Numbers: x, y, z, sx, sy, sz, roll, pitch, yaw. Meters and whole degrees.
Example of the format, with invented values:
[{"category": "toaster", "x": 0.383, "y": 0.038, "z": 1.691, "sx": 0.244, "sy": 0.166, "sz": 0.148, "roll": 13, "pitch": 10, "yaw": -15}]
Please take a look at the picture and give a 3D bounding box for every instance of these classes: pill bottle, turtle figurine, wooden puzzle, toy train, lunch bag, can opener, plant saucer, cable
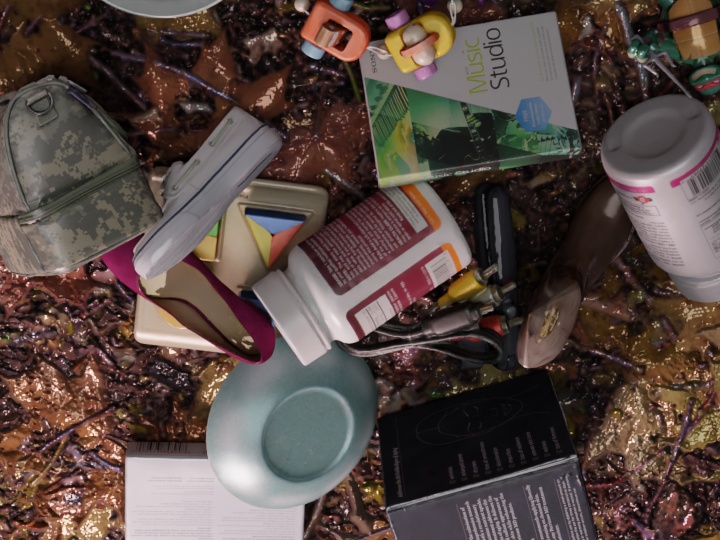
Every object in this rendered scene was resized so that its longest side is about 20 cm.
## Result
[{"category": "pill bottle", "x": 0.000, "y": 0.000, "z": 1.533, "sx": 0.200, "sy": 0.114, "sz": 0.114, "roll": -34, "pitch": 109, "yaw": -5}, {"category": "turtle figurine", "x": 0.320, "y": -0.240, "z": 1.484, "sx": 0.149, "sy": 0.101, "sz": 0.201, "roll": -20, "pitch": 97, "yaw": -2}, {"category": "wooden puzzle", "x": -0.135, "y": 0.000, "z": 1.587, "sx": 0.184, "sy": 0.046, "sz": 0.201, "roll": 7, "pitch": 111, "yaw": -5}, {"category": "toy train", "x": 0.030, "y": -0.256, "z": 1.440, "sx": 0.150, "sy": 0.056, "sz": 0.200, "roll": 35, "pitch": 116, "yaw": -4}, {"category": "pill bottle", "x": 0.321, "y": -0.066, "z": 1.517, "sx": 0.113, "sy": 0.114, "sz": 0.200, "roll": -28, "pitch": 130, "yaw": 8}, {"category": "lunch bag", "x": -0.294, "y": -0.095, "z": 1.462, "sx": 0.139, "sy": 0.200, "sz": 0.168, "roll": -32, "pitch": 105, "yaw": -21}, {"category": "can opener", "x": 0.139, "y": 0.010, "z": 1.588, "sx": 0.078, "sy": 0.063, "sz": 0.201, "roll": -9, "pitch": 110, "yaw": -30}, {"category": "plant saucer", "x": -0.062, "y": 0.165, "z": 1.614, "sx": 0.200, "sy": 0.039, "sz": 0.202, "roll": -10, "pitch": 113, "yaw": -26}, {"category": "cable", "x": 0.074, "y": 0.060, "z": 1.586, "sx": 0.199, "sy": 0.050, "sz": 0.097, "roll": -16, "pitch": 110, "yaw": 30}]

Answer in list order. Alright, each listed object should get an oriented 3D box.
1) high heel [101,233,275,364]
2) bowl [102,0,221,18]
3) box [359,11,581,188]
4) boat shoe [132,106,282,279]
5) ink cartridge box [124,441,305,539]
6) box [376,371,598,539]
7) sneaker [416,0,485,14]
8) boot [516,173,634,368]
[{"category": "high heel", "x": -0.171, "y": 0.025, "z": 1.522, "sx": 0.199, "sy": 0.096, "sz": 0.068, "roll": 26, "pitch": 104, "yaw": -9}, {"category": "bowl", "x": -0.185, "y": -0.341, "z": 1.433, "sx": 0.200, "sy": 0.090, "sz": 0.202, "roll": -1, "pitch": 110, "yaw": -2}, {"category": "box", "x": 0.104, "y": -0.166, "z": 1.499, "sx": 0.199, "sy": 0.036, "sz": 0.145, "roll": -10, "pitch": 76, "yaw": 3}, {"category": "boat shoe", "x": -0.164, "y": -0.078, "z": 1.519, "sx": 0.067, "sy": 0.074, "sz": 0.200, "roll": 40, "pitch": 68, "yaw": 9}, {"category": "ink cartridge box", "x": -0.160, "y": 0.285, "z": 1.696, "sx": 0.196, "sy": 0.043, "sz": 0.201, "roll": 2, "pitch": 111, "yaw": -5}, {"category": "box", "x": 0.128, "y": 0.220, "z": 1.597, "sx": 0.196, "sy": 0.200, "sz": 0.124, "roll": -14, "pitch": 111, "yaw": 4}, {"category": "sneaker", "x": 0.139, "y": -0.305, "z": 1.476, "sx": 0.199, "sy": 0.075, "sz": 0.088, "roll": -9, "pitch": 121, "yaw": 13}, {"category": "boot", "x": 0.214, "y": -0.004, "z": 1.510, "sx": 0.064, "sy": 0.200, "sz": 0.187, "roll": 28, "pitch": 106, "yaw": 8}]
